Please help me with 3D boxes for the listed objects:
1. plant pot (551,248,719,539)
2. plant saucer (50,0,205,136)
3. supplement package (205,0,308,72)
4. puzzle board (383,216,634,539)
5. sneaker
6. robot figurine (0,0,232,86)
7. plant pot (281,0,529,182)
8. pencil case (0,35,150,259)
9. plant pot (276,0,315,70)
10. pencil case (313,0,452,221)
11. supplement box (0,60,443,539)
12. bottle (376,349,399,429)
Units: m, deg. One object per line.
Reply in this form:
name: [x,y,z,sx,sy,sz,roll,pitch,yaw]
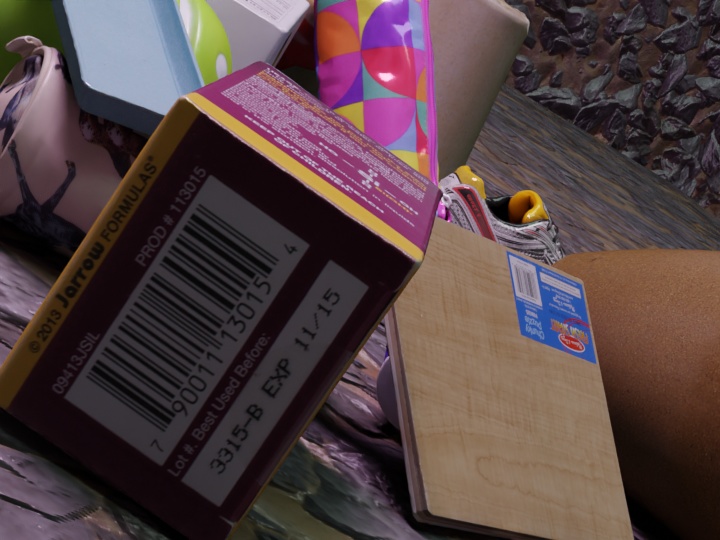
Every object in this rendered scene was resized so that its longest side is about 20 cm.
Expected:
plant pot: [0.192,0.064,1.142,0.199,0.188,0.186,23,1,43]
plant saucer: [-0.116,-0.127,0.912,0.069,0.019,0.201,19,33,-32]
supplement package: [-0.110,-0.135,1.194,0.109,0.114,0.200,31,12,-4]
puzzle board: [0.068,0.057,0.949,0.199,0.017,0.152,20,55,-54]
sneaker: [0.128,-0.008,1.457,0.199,0.083,0.078,28,12,-30]
robot figurine: [-0.152,-0.114,1.003,0.199,0.116,0.176,27,35,-28]
plant pot: [0.031,-0.150,1.528,0.200,0.184,0.201,32,11,-7]
pencil case: [-0.085,-0.028,0.902,0.199,0.078,0.090,29,55,-17]
plant pot: [-0.074,-0.237,1.406,0.181,0.202,0.200,5,-12,43]
pencil case: [0.015,-0.104,1.287,0.088,0.088,0.202,16,65,-58]
supplement box: [-0.047,0.005,0.756,0.103,0.131,0.200,34,11,-2]
bottle: [0.057,0.042,1.040,0.084,0.065,0.200,58,19,0]
